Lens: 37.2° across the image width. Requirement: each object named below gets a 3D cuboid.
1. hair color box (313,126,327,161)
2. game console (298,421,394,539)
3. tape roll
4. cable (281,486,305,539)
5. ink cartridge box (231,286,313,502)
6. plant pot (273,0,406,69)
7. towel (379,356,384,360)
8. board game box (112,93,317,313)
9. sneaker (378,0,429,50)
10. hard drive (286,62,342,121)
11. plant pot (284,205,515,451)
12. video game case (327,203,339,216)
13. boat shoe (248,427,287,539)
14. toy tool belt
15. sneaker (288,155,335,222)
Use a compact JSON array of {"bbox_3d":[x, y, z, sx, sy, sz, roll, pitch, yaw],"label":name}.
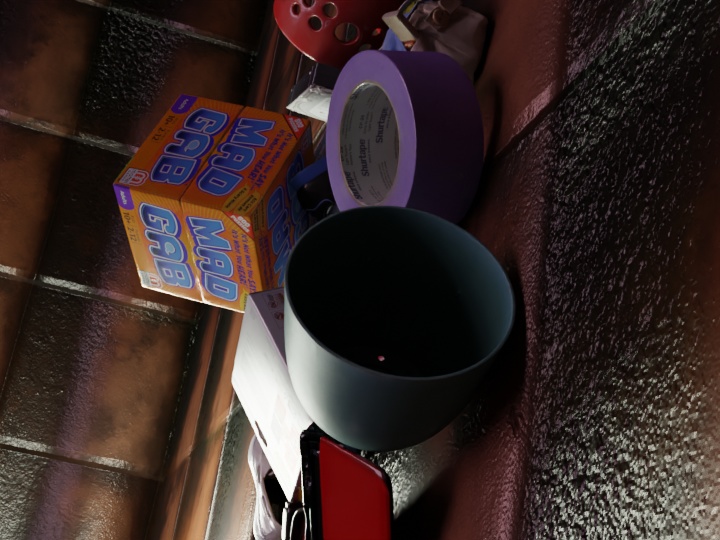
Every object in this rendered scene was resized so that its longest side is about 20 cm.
[{"bbox_3d":[-0.045,-0.167,1.632,0.100,0.060,0.200,-63,5,-2],"label":"hair color box"},{"bbox_3d":[0.008,0.246,1.063,0.172,0.118,0.200,-37,-51,-62],"label":"game console"},{"bbox_3d":[0.043,-0.137,1.156,0.200,0.085,0.200,16,108,59],"label":"tape roll"},{"bbox_3d":[-0.073,0.365,1.380,0.097,0.050,0.200,14,102,59],"label":"cable"},{"bbox_3d":[-0.075,0.148,1.291,0.200,0.084,0.176,59,148,33],"label":"ink cartridge box"},{"bbox_3d":[-0.006,-0.415,1.556,0.183,0.200,0.201,123,158,-43],"label":"plant pot"},{"bbox_3d":[0.025,0.051,1.184,0.145,0.022,0.200,-32,36,27],"label":"towel"},{"bbox_3d":[-0.189,-0.090,1.481,0.200,0.200,0.200,87,-157,-47],"label":"board game box"},{"bbox_3d":[0.044,-0.264,1.418,0.200,0.074,0.085,-53,-9,-7],"label":"sneaker"},{"bbox_3d":[-0.024,-0.250,1.570,0.200,0.139,0.038,173,111,-74],"label":"hard drive"},{"bbox_3d":[0.023,0.068,0.965,0.161,0.200,0.201,102,172,-46],"label":"plant pot"},{"bbox_3d":[-0.026,-0.102,1.536,0.200,0.023,0.182,-64,4,-21],"label":"video game case"},{"bbox_3d":[-0.116,0.298,1.534,0.065,0.073,0.200,-57,32,40],"label":"boat shoe"},{"bbox_3d":[0.063,-0.265,1.275,0.200,0.123,0.125,171,113,-75],"label":"toy tool belt"},{"bbox_3d":[0.006,-0.139,1.405,0.200,0.078,0.070,-33,2,9],"label":"sneaker"}]
